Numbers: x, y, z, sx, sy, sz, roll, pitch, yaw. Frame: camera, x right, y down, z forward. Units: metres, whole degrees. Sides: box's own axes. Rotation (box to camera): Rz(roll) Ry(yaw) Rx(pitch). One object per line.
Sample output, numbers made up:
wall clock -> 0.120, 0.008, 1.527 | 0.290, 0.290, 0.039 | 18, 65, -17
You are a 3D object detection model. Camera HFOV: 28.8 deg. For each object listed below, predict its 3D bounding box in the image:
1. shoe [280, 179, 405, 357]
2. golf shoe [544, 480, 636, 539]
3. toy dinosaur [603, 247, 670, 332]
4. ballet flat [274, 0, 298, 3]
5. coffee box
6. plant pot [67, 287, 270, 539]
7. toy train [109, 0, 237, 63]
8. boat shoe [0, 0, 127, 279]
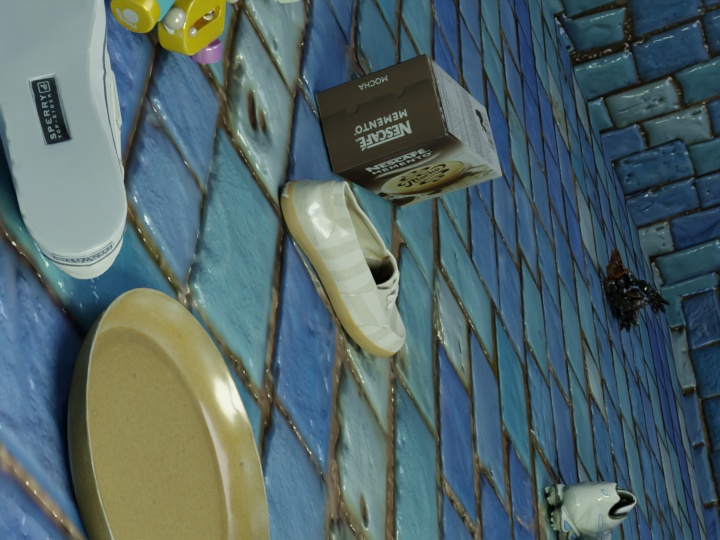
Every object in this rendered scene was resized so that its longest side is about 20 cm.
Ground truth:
shoe -> 0.000, 0.000, 1.144 | 0.070, 0.053, 0.200 | -90, 156, -44
golf shoe -> 0.298, 0.306, 1.728 | 0.200, 0.097, 0.079 | 43, 32, -61
toy dinosaur -> 0.499, 0.041, 2.663 | 0.200, 0.102, 0.136 | 39, 12, -39
ballet flat -> -0.060, -0.271, 1.212 | 0.200, 0.069, 0.072 | -60, 151, -68
coffee box -> 0.049, -0.125, 1.320 | 0.200, 0.112, 0.080 | 19, 56, -69
plant pot -> -0.104, 0.109, 0.759 | 0.200, 0.027, 0.201 | -17, 90, -74
toy train -> -0.117, -0.217, 0.912 | 0.200, 0.055, 0.151 | -4, 108, -73
boat shoe -> -0.158, -0.091, 0.733 | 0.070, 0.070, 0.201 | 109, -34, -71
